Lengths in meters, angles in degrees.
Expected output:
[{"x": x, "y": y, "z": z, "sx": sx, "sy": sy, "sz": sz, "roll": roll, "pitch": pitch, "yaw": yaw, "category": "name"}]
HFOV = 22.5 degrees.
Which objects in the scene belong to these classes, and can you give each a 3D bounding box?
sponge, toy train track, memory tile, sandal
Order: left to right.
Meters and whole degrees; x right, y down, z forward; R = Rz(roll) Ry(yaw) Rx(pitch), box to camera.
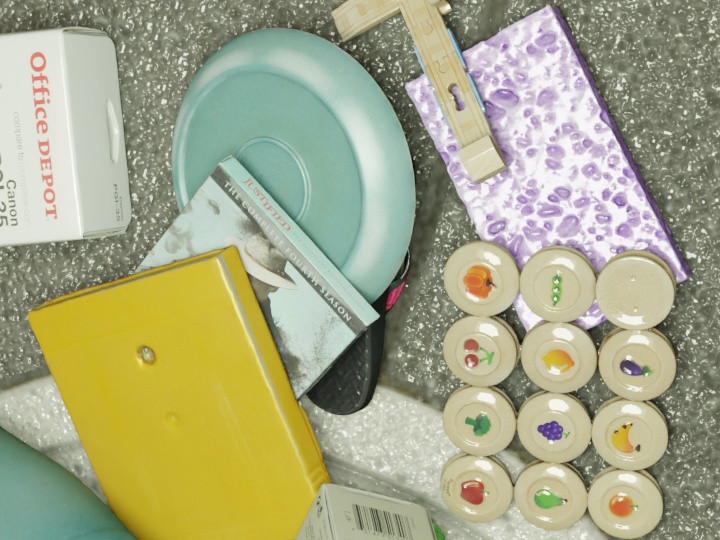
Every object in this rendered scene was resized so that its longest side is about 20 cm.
[{"x": 0.000, "y": 0.000, "z": 1.217, "sx": 0.075, "sy": 0.045, "sz": 0.200, "roll": 23, "pitch": 116, "yaw": 29, "category": "sandal"}, {"x": 0.043, "y": -0.151, "z": 1.169, "sx": 0.115, "sy": 0.033, "sz": 0.200, "roll": -27, "pitch": 73, "yaw": 17, "category": "toy train track"}, {"x": 0.122, "y": -0.058, "z": 1.182, "sx": 0.112, "sy": 0.030, "sz": 0.200, "roll": -27, "pitch": 88, "yaw": 17, "category": "sponge"}, {"x": 0.127, "y": 0.079, "z": 1.178, "sx": 0.153, "sy": 0.017, "sz": 0.200, "roll": 5, "pitch": 109, "yaw": 14, "category": "memory tile"}]

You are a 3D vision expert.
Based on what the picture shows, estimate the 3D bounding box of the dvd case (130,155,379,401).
[{"x": -0.093, "y": 0.039, "z": 1.218, "sx": 0.146, "sy": 0.022, "sz": 0.200, "roll": 48, "pitch": 126, "yaw": 7, "category": "dvd case"}]

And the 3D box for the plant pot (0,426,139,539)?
[{"x": -0.261, "y": 0.200, "z": 1.237, "sx": 0.200, "sy": 0.200, "sz": 0.188, "roll": -48, "pitch": 67, "yaw": 14, "category": "plant pot"}]

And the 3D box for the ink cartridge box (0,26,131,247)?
[{"x": -0.272, "y": -0.088, "z": 1.259, "sx": 0.200, "sy": 0.083, "sz": 0.147, "roll": -4, "pitch": 94, "yaw": 16, "category": "ink cartridge box"}]

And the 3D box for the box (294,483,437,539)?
[{"x": -0.023, "y": 0.241, "z": 1.191, "sx": 0.082, "sy": 0.068, "sz": 0.200, "roll": 17, "pitch": 118, "yaw": -19, "category": "box"}]

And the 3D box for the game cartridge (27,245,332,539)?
[{"x": -0.118, "y": 0.096, "z": 1.224, "sx": 0.176, "sy": 0.032, "sz": 0.200, "roll": -15, "pitch": 103, "yaw": 33, "category": "game cartridge"}]

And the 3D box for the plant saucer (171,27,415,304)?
[{"x": -0.054, "y": -0.058, "z": 1.194, "sx": 0.200, "sy": 0.027, "sz": 0.200, "roll": 12, "pitch": 111, "yaw": 34, "category": "plant saucer"}]

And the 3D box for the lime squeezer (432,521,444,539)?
[{"x": 0.018, "y": 0.199, "z": 1.238, "sx": 0.200, "sy": 0.038, "sz": 0.071, "roll": 1, "pitch": 126, "yaw": 14, "category": "lime squeezer"}]
